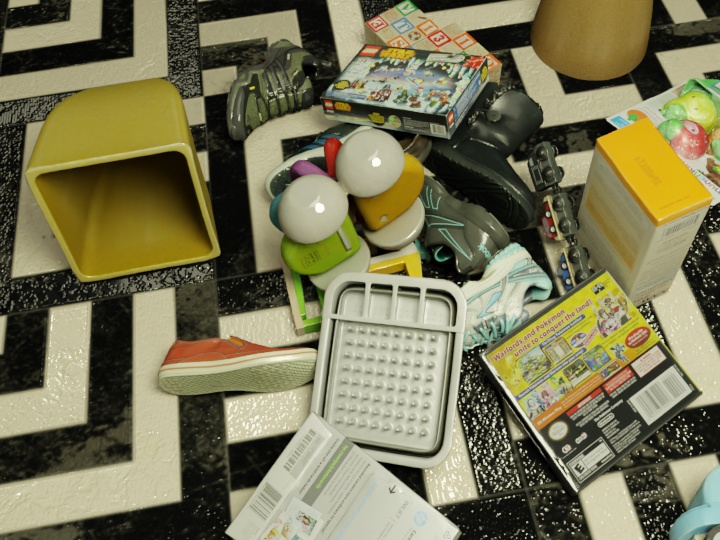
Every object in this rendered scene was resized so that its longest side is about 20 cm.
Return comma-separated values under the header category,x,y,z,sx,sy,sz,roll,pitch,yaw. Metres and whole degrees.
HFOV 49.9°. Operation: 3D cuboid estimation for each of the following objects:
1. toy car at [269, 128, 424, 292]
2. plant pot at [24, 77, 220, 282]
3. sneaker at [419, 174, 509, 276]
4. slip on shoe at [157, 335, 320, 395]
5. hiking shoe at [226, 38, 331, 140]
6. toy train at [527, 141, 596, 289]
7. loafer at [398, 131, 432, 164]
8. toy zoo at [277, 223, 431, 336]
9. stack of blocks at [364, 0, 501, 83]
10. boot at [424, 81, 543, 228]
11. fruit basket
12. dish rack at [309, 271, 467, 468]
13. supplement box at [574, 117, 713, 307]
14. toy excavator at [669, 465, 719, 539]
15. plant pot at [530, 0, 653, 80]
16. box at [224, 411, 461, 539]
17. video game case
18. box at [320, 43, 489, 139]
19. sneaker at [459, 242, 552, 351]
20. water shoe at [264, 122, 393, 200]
category,x,y,z,sx,sy,sz,roll,pitch,yaw
toy car,-0.026,-0.087,0.930,0.199,0.176,0.150,-38,57,-7
plant pot,-0.299,-0.139,1.007,0.189,0.198,0.203,-10,51,-4
sneaker,0.099,-0.062,0.984,0.080,0.075,0.199,-48,40,-3
slip on shoe,-0.141,0.105,0.912,0.195,0.075,0.062,-4,54,6
hiking shoe,-0.121,-0.264,1.139,0.099,0.076,0.202,19,60,18
toy train,0.251,-0.062,0.979,0.034,0.045,0.205,-7,78,-41
loafer,0.006,-0.133,1.024,0.198,0.073,0.072,-34,102,-6
toy zoo,0.000,0.000,0.999,0.195,0.021,0.133,-13,58,-5
stack of blocks,0.107,-0.324,1.176,0.114,0.059,0.201,-31,61,-16
boot,0.201,-0.169,1.062,0.168,0.077,0.199,-42,58,-17
fruit basket,0.456,-0.183,1.034,0.197,0.095,0.186,-21,57,-34
dish rack,0.033,0.110,0.871,0.168,0.043,0.205,5,80,19
supplement box,0.325,-0.060,0.914,0.072,0.201,0.128,-22,59,-7
toy excavator,0.406,0.230,0.798,0.189,0.101,0.203,-1,49,0
plant pot,0.355,-0.424,1.145,0.181,0.202,0.190,-2,56,3
box,-0.018,0.270,0.797,0.198,0.041,0.157,33,79,23
video game case,0.261,0.121,0.886,0.198,0.026,0.182,-31,74,-16
box,0.061,-0.251,1.062,0.196,0.040,0.138,14,52,28
sneaker,0.156,0.052,0.927,0.086,0.078,0.199,40,67,20
water shoe,-0.047,-0.154,1.084,0.197,0.073,0.079,-26,32,-12
